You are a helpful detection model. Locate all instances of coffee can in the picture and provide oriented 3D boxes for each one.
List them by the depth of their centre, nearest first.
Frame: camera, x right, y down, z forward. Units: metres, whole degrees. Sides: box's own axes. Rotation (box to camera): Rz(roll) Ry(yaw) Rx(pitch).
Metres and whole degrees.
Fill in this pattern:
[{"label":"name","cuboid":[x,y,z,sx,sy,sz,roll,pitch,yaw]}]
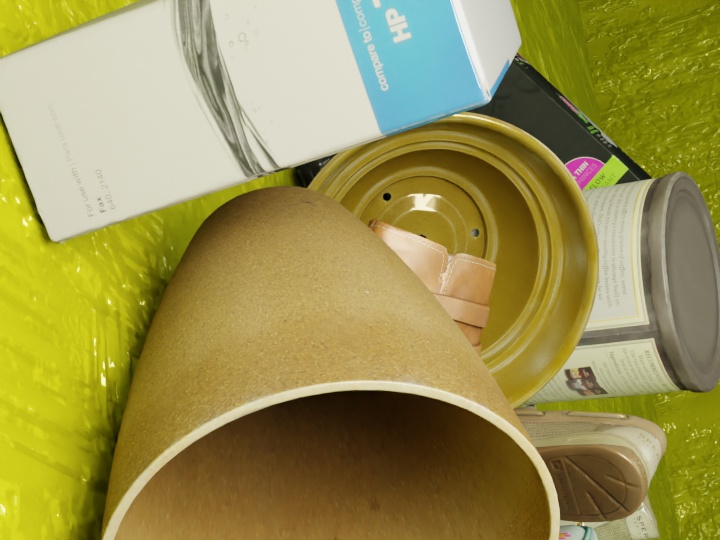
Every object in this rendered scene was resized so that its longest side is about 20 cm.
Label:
[{"label":"coffee can","cuboid":[0.140,0.019,1.022,0.146,0.198,0.148,23,63,-58]}]

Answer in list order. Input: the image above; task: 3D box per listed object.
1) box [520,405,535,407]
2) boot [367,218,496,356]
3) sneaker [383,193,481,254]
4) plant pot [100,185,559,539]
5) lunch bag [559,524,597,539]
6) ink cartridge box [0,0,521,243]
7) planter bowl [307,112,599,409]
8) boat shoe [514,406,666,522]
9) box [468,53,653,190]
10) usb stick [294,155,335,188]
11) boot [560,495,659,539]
[{"label":"box","cuboid":[0.090,0.144,1.109,0.200,0.049,0.076,-31,127,-68]},{"label":"boot","cuboid":[0.050,0.069,0.872,0.198,0.076,0.157,23,79,-30]},{"label":"sneaker","cuboid":[0.015,-0.093,1.012,0.114,0.076,0.201,49,13,-50]},{"label":"plant pot","cuboid":[-0.025,0.057,0.652,0.201,0.184,0.188,-104,171,-53]},{"label":"lunch bag","cuboid":[0.077,0.213,0.866,0.200,0.158,0.078,-16,91,-75]},{"label":"ink cartridge box","cuboid":[-0.039,-0.094,0.640,0.147,0.198,0.087,-58,131,-69]},{"label":"planter bowl","cuboid":[0.044,-0.008,0.921,0.084,0.198,0.203,-116,-174,-71]},{"label":"boat shoe","cuboid":[0.103,0.126,0.959,0.064,0.198,0.072,-40,122,-50]},{"label":"box","cuboid":[0.131,-0.066,1.172,0.200,0.149,0.124,44,14,8]},{"label":"usb stick","cuboid":[0.000,0.000,1.012,0.056,0.032,0.202,-63,138,-57]},{"label":"boot","cuboid":[0.162,0.226,1.166,0.201,0.153,0.072,-87,157,-45]}]
